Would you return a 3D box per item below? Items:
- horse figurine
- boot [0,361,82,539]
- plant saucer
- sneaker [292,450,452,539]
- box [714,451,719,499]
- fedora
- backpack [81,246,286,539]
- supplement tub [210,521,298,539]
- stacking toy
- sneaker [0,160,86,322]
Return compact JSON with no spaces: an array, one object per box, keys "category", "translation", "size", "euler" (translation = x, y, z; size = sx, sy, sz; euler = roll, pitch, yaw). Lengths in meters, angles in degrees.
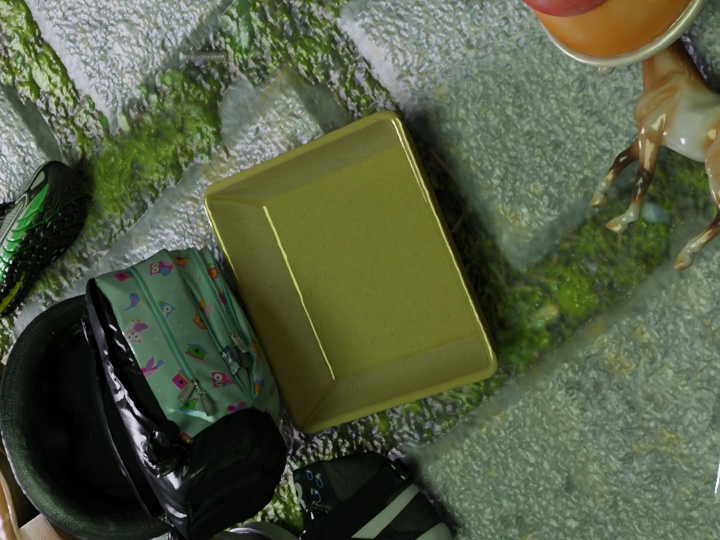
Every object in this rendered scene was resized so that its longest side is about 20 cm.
[{"category":"horse figurine","translation":[0.213,-0.070,1.285],"size":[0.200,0.050,0.134],"euler":[38,113,44]},{"category":"boot","translation":[-0.324,0.182,1.779],"size":[0.155,0.077,0.201],"euler":[-31,94,42]},{"category":"plant saucer","translation":[0.000,0.000,1.491],"size":[0.199,0.048,0.202],"euler":[-20,93,38]},{"category":"sneaker","translation":[-0.041,0.209,1.524],"size":[0.112,0.199,0.073],"euler":[56,163,13]},{"category":"box","translation":[0.327,0.035,1.176],"size":[0.170,0.199,0.201],"euler":[16,114,32]},{"category":"fedora","translation":[-0.198,0.122,1.628],"size":[0.201,0.200,0.092],"euler":[56,161,6]},{"category":"backpack","translation":[-0.131,0.084,1.531],"size":[0.201,0.125,0.167],"euler":[63,159,24]},{"category":"supplement tub","translation":[-0.127,0.290,1.578],"size":[0.144,0.199,0.146],"euler":[18,119,36]},{"category":"stacking toy","translation":[0.113,-0.213,1.222],"size":[0.145,0.199,0.148],"euler":[-11,74,40]},{"category":"sneaker","translation":[-0.296,-0.029,1.672],"size":[0.086,0.078,0.200],"euler":[53,128,8]}]
